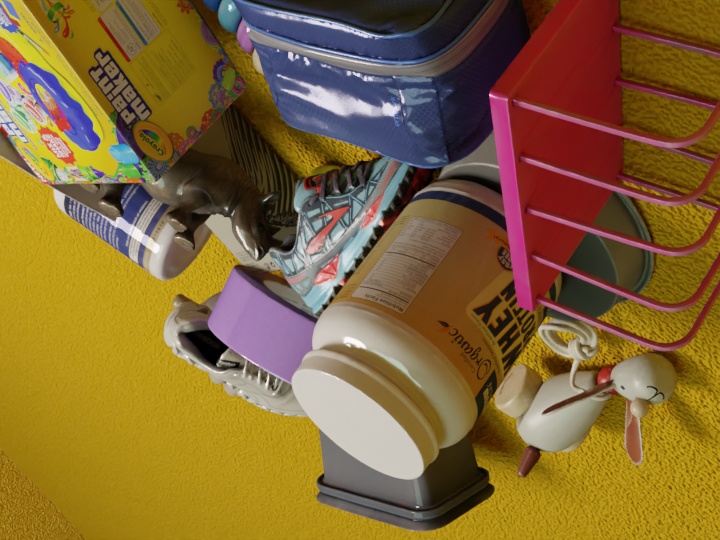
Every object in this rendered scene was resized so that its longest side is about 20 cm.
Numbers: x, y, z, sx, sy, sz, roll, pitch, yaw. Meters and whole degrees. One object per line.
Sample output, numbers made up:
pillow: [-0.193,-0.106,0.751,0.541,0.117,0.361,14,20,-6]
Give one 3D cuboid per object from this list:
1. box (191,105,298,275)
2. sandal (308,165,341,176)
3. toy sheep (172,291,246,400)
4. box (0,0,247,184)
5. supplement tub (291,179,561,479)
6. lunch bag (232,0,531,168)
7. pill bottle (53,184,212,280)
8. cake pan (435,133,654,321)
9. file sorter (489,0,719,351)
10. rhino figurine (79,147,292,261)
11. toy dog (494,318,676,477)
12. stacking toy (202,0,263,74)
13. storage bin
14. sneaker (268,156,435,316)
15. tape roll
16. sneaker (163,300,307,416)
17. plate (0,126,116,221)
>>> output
box: [-0.130,-0.095,1.207,0.200,0.082,0.068,48,153,-19]
sandal: [0.000,0.000,1.181,0.200,0.087,0.079,48,150,-21]
toy sheep: [-0.127,0.082,1.428,0.198,0.139,0.138,25,156,-13]
box: [-0.232,-0.184,1.006,0.191,0.122,0.201,4,136,49]
supplement tub: [0.052,0.045,0.967,0.143,0.201,0.145,30,153,17]
lunch bag: [0.010,-0.174,0.836,0.198,0.136,0.133,20,147,34]
pill bottle: [-0.260,-0.087,1.351,0.199,0.111,0.111,33,153,11]
cake pan: [0.138,-0.033,1.004,0.199,0.037,0.201,31,153,18]
file sorter: [0.177,-0.067,0.786,0.124,0.139,0.201,22,149,28]
rhino figurine: [-0.146,-0.068,1.121,0.198,0.088,0.060,25,157,-3]
toy dog: [0.191,0.132,1.113,0.131,0.097,0.200,22,155,1]
stacking toy: [-0.112,-0.247,0.960,0.200,0.085,0.085,45,154,3]
storage bin: [0.043,0.182,1.376,0.199,0.145,0.136,7,112,48]
sneaker: [-0.015,-0.054,1.056,0.095,0.079,0.201,41,120,8]
tape roll: [-0.053,0.067,1.267,0.198,0.066,0.200,26,-174,-3]
sneaker: [-0.117,0.101,1.325,0.198,0.076,0.081,26,177,-9]
plate: [-0.327,-0.146,1.185,0.200,0.032,0.200,46,-176,31]
